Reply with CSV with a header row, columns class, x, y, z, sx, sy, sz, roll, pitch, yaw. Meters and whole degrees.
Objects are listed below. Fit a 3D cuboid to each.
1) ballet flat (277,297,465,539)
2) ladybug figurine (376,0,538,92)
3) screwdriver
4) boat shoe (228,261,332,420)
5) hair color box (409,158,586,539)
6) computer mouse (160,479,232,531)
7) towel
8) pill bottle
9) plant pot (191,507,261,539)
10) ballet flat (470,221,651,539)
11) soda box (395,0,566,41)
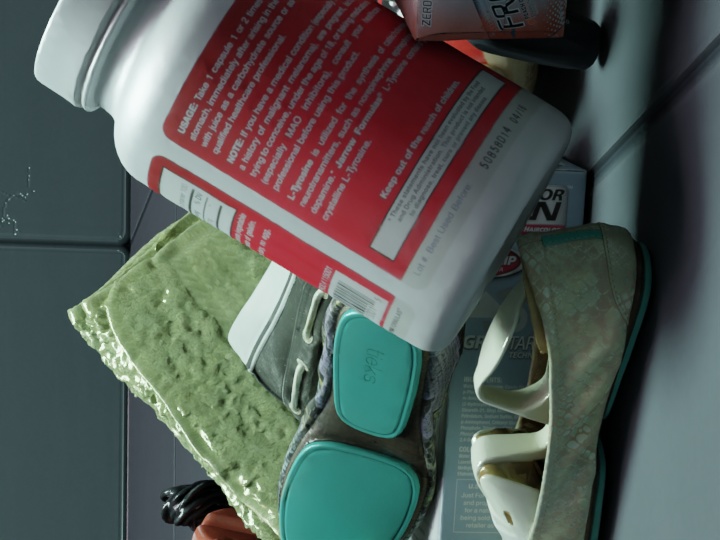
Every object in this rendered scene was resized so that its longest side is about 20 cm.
class,x,y,z,sx,sy,sz,roll,pitch,yaw
ballet flat,0.010,0.062,1.251,0.200,0.072,0.072,104,164,-47
ladybug figurine,0.042,-0.142,1.326,0.200,0.072,0.136,-95,0,-55
screwdriver,0.011,-0.114,1.195,0.028,0.200,0.029,167,109,-70
boat shoe,0.000,0.000,1.301,0.064,0.071,0.200,53,145,19
hair color box,0.059,0.044,1.291,0.099,0.061,0.200,-134,46,-76
computer mouse,-0.044,0.041,1.485,0.044,0.110,0.200,15,99,50
towel,-0.037,0.043,1.408,0.200,0.148,0.036,46,168,25
pill bottle,-0.025,-0.062,1.129,0.112,0.200,0.112,-58,-5,-7
plant pot,-0.031,0.234,1.439,0.201,0.201,0.196,-130,50,-75
ballet flat,0.075,0.062,1.187,0.067,0.062,0.200,-104,18,-56
soda box,0.035,-0.163,1.166,0.200,0.063,0.068,-112,23,-61
